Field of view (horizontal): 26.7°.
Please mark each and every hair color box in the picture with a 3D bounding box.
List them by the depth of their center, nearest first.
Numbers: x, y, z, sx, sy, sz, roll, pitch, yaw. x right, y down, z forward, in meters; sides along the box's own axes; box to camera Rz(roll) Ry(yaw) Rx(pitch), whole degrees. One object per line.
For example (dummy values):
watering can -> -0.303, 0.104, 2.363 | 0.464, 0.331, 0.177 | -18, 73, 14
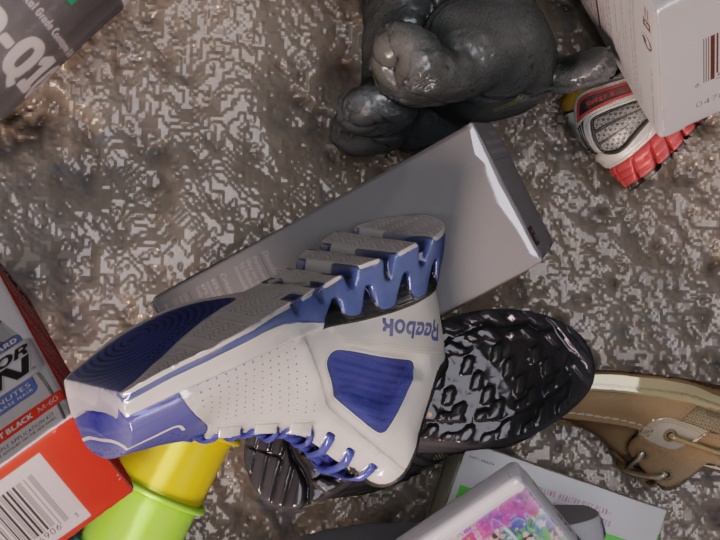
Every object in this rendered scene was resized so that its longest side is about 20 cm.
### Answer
hair color box -> -0.204, 0.072, 0.778 | 0.111, 0.200, 0.064 | -36, 126, -7

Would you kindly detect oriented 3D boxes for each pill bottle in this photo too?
pill bottle -> -0.195, -0.162, 0.834 | 0.200, 0.113, 0.113 | -45, 92, -7

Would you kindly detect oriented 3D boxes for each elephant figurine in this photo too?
elephant figurine -> 0.023, -0.177, 0.858 | 0.154, 0.141, 0.202 | -2, 72, -42

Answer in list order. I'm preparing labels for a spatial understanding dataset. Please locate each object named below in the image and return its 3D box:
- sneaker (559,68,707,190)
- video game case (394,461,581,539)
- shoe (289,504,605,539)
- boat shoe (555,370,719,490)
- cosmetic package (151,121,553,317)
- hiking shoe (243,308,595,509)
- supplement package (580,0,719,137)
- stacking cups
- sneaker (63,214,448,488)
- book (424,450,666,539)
sneaker -> 0.196, -0.148, 0.899 | 0.082, 0.078, 0.200 | 39, 81, 1
video game case -> 0.053, 0.219, 0.789 | 0.199, 0.024, 0.182 | -35, 107, 13
shoe -> 0.039, 0.185, 0.819 | 0.198, 0.071, 0.092 | -6, 94, -7
boat shoe -> 0.180, 0.096, 0.885 | 0.198, 0.071, 0.065 | 8, 85, -8
cosmetic package -> 0.000, 0.000, 0.825 | 0.199, 0.107, 0.091 | -31, 90, 10
hiking shoe -> 0.030, 0.075, 0.838 | 0.198, 0.101, 0.076 | -16, 82, -8
supplement package -> 0.171, -0.198, 0.832 | 0.116, 0.118, 0.201 | -23, 59, 1
stacking cups -> -0.132, 0.161, 0.764 | 0.060, 0.061, 0.201 | 28, 87, -4
sneaker -> -0.027, 0.060, 0.714 | 0.198, 0.080, 0.116 | -25, 108, -29
book -> 0.086, 0.214, 0.881 | 0.132, 0.048, 0.202 | 20, 86, -6
